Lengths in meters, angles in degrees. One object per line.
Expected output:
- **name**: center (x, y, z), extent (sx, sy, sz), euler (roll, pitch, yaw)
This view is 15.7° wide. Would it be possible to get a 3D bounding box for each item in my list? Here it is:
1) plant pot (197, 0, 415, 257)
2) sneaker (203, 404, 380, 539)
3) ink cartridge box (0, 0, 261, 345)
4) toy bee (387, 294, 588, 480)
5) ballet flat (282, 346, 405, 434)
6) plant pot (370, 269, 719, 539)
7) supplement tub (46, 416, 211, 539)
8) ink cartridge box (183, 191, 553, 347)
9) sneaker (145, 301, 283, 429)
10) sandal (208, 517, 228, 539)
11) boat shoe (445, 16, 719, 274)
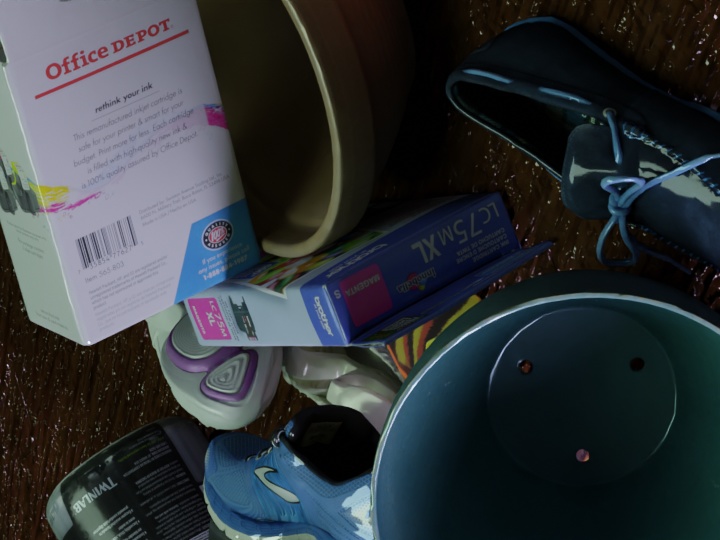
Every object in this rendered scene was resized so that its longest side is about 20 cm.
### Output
- **plant pot**: center (-0.035, -0.116, 1.370), extent (0.201, 0.092, 0.202), euler (42, 146, 38)
- **sneaker**: center (-0.021, 0.111, 1.437), extent (0.199, 0.078, 0.090), euler (13, 113, 53)
- **ink cartridge box**: center (-0.135, -0.078, 1.353), extent (0.068, 0.115, 0.201), euler (21, 130, 52)
- **toy bee**: center (0.079, 0.086, 1.356), extent (0.131, 0.108, 0.201), euler (34, -144, -72)
- **ballet flat**: center (-0.002, 0.058, 1.485), extent (0.200, 0.071, 0.072), euler (32, 139, 43)
- **plant pot**: center (0.107, 0.083, 1.225), extent (0.135, 0.199, 0.202), euler (-81, -25, -71)
- **supplement tub**: center (-0.113, 0.210, 1.748), extent (0.201, 0.122, 0.123), euler (57, 152, 13)
- **ink cartridge box**: center (0.000, 0.000, 1.377), extent (0.200, 0.119, 0.042), euler (2, 116, 60)
- **sneaker**: center (-0.077, 0.055, 1.542), extent (0.100, 0.074, 0.200), euler (66, 176, -23)
- **sandal**: center (-0.044, 0.179, 1.461), extent (0.200, 0.075, 0.043), euler (-129, 43, -79)
- **boat shoe**: center (0.116, -0.043, 1.194), extent (0.200, 0.068, 0.085), euler (34, 141, 44)
